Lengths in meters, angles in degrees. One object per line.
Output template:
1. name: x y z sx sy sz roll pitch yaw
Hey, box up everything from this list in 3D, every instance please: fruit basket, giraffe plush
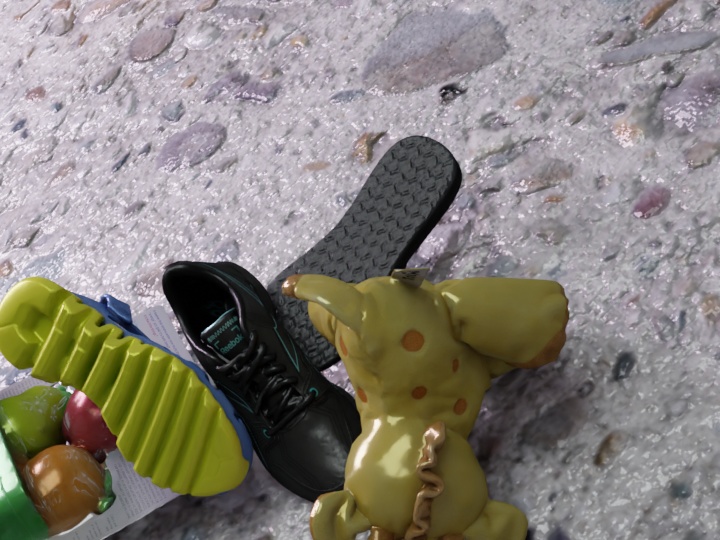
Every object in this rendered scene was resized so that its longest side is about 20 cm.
1. fruit basket: -0.194 0.126 1.157 0.198 0.094 0.185 -25 41 -12
2. giraffe plush: 0.038 0.088 0.991 0.171 0.200 0.164 -1 85 15

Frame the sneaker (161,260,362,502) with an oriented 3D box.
1. sneaker: -0.066 0.071 1.076 0.075 0.079 0.200 -43 65 5

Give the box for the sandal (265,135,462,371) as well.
1. sandal: 0.001 0.000 1.146 0.075 0.048 0.201 38 84 26

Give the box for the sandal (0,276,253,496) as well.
1. sandal: -0.143 0.071 1.098 0.200 0.087 0.080 40 104 18
